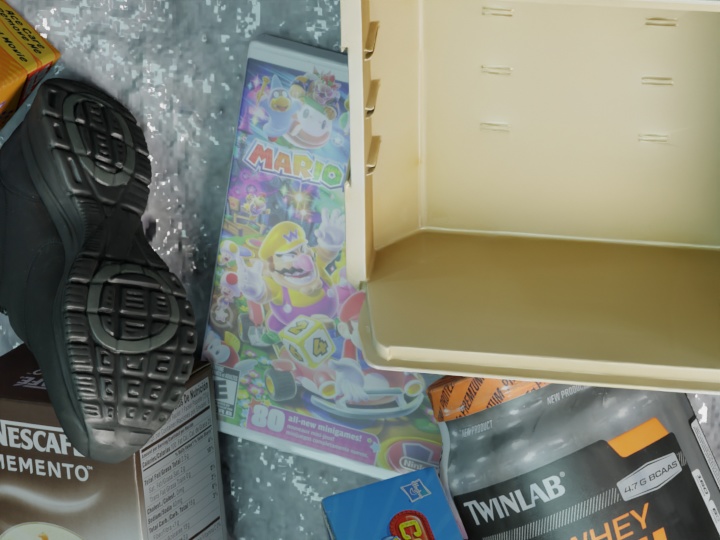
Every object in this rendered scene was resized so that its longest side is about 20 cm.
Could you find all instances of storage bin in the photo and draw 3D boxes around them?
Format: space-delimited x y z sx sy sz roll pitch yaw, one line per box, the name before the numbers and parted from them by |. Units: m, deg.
storage bin | 0.090 -0.057 1.183 0.198 0.094 0.200 3 130 6

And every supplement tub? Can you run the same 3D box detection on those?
supplement tub | 0.113 0.125 1.289 0.122 0.122 0.200 -25 91 25

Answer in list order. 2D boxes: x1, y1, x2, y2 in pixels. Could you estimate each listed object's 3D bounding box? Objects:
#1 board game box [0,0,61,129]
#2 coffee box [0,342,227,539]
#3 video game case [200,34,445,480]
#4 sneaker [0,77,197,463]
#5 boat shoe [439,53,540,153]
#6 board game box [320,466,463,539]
board game box | -0.307 -0.078 1.336 0.200 0.200 0.200 43 116 2
coffee box | -0.131 0.145 1.404 0.114 0.080 0.201 5 109 28
video game case | 0.000 0.000 1.353 0.143 0.018 0.201 16 112 15
sneaker | -0.135 0.010 1.341 0.076 0.200 0.091 18 136 -35
boat shoe | 0.058 -0.152 1.254 0.072 0.072 0.201 -19 91 20
board game box | 0.045 0.227 1.276 0.056 0.196 0.200 -17 139 -7
